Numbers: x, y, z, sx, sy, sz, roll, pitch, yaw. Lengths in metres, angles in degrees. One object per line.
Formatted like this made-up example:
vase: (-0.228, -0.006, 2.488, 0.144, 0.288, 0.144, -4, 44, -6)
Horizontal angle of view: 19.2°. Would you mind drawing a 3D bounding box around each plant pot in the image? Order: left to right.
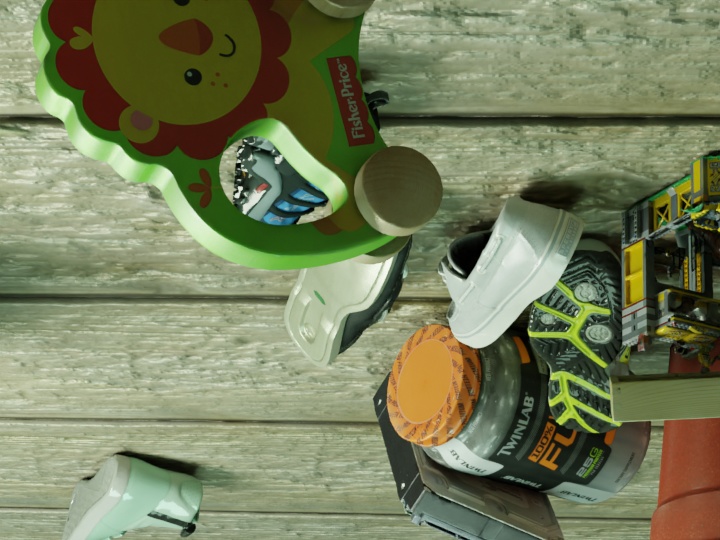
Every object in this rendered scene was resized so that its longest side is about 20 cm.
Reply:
plant pot: (0.321, 0.148, 1.689, 0.200, 0.196, 0.201, 2, 159, 1)

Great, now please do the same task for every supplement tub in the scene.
supplement tub: (0.127, 0.113, 1.719, 0.200, 0.123, 0.122, 17, 155, -35)

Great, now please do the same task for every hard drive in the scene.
hard drive: (0.089, 0.167, 1.771, 0.140, 0.200, 0.038, 25, 110, -18)

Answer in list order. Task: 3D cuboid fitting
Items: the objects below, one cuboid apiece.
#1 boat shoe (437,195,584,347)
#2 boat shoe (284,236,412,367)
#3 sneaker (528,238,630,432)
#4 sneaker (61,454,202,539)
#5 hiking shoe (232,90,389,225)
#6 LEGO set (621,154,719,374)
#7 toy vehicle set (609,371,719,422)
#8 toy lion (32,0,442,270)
boat shoe: (0.092, -0.001, 1.517, 0.068, 0.072, 0.200, 28, 161, -6)
boat shoe: (0.000, 0.000, 1.550, 0.068, 0.072, 0.200, -28, 164, -27)
sneaker: (0.168, 0.039, 1.606, 0.075, 0.076, 0.200, 5, 141, 9)
sneaker: (-0.232, 0.253, 2.183, 0.118, 0.074, 0.200, 18, 152, -20)
hiking shoe: (-0.037, -0.058, 1.362, 0.087, 0.075, 0.200, 6, 159, -6)
LEGO set: (0.270, 0.011, 1.445, 0.200, 0.116, 0.154, 17, 155, -33)
toy vehicle set: (0.237, 0.086, 1.485, 0.124, 0.027, 0.200, -3, 178, 7)
toy lion: (-0.072, -0.094, 1.121, 0.191, 0.200, 0.069, -10, 166, -22)
